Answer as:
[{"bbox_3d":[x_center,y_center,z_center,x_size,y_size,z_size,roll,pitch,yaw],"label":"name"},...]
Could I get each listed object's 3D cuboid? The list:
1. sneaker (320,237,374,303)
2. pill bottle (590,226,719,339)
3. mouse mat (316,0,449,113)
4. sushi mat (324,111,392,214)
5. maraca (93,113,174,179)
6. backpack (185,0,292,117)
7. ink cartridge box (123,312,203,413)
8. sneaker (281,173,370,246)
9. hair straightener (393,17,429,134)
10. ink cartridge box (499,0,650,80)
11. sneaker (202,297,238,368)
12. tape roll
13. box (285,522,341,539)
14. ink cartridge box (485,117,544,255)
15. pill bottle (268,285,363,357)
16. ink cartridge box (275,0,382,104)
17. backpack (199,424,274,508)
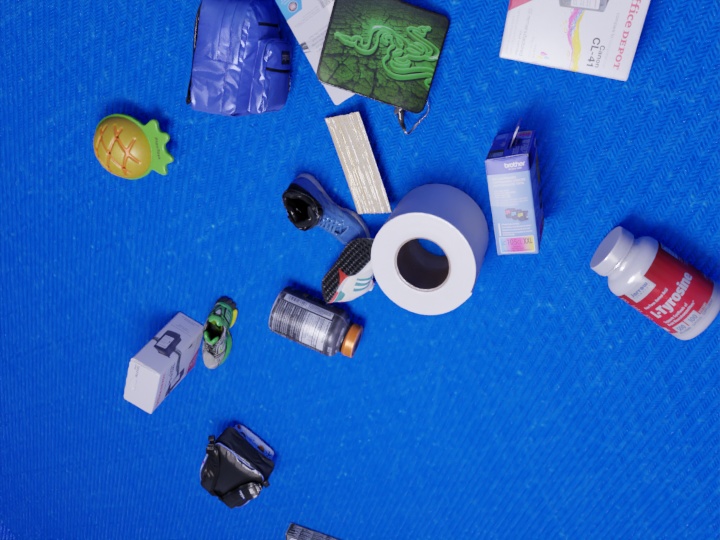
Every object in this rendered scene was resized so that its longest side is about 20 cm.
[{"bbox_3d":[0.000,0.001,1.311,0.200,0.091,0.072,-47,52,41],"label":"sneaker"},{"bbox_3d":[0.497,0.017,1.088,0.198,0.113,0.113,34,125,2],"label":"pill bottle"},{"bbox_3d":[0.036,-0.368,1.067,0.195,0.008,0.165,15,106,-8],"label":"mouse mat"},{"bbox_3d":[-0.003,-0.200,1.225,0.094,0.012,0.204,1,119,44],"label":"sushi mat"},{"bbox_3d":[-0.480,-0.261,1.355,0.194,0.107,0.141,5,119,20],"label":"maraca"},{"bbox_3d":[-0.206,-0.386,1.143,0.163,0.163,0.206,10,109,7],"label":"backpack"},{"bbox_3d":[-0.477,0.224,1.565,0.083,0.201,0.147,27,125,5],"label":"ink cartridge box"},{"bbox_3d":[-0.072,-0.097,1.269,0.200,0.112,0.077,45,125,-6],"label":"sneaker"},{"bbox_3d":[0.085,-0.338,1.108,0.075,0.041,0.206,3,113,21],"label":"hair straightener"},{"bbox_3d":[0.321,-0.383,0.960,0.195,0.086,0.151,16,122,16],"label":"ink cartridge box"},{"bbox_3d":[-0.357,0.162,1.550,0.076,0.086,0.204,23,124,9],"label":"sneaker"},{"bbox_3d":[0.131,-0.041,1.196,0.197,0.140,0.208,10,121,17],"label":"tape roll"},{"bbox_3d":[-0.119,0.836,1.845,0.195,0.048,0.198,13,124,16],"label":"box"},{"bbox_3d":[0.261,-0.148,1.083,0.074,0.137,0.205,-5,116,22],"label":"ink cartridge box"},{"bbox_3d":[-0.094,0.119,1.401,0.196,0.107,0.108,22,124,10],"label":"pill bottle"},{"bbox_3d":[-0.042,-0.409,1.110,0.114,0.068,0.203,-22,107,30],"label":"ink cartridge box"},{"bbox_3d":[-0.332,0.523,1.700,0.199,0.154,0.192,40,117,5],"label":"backpack"}]
